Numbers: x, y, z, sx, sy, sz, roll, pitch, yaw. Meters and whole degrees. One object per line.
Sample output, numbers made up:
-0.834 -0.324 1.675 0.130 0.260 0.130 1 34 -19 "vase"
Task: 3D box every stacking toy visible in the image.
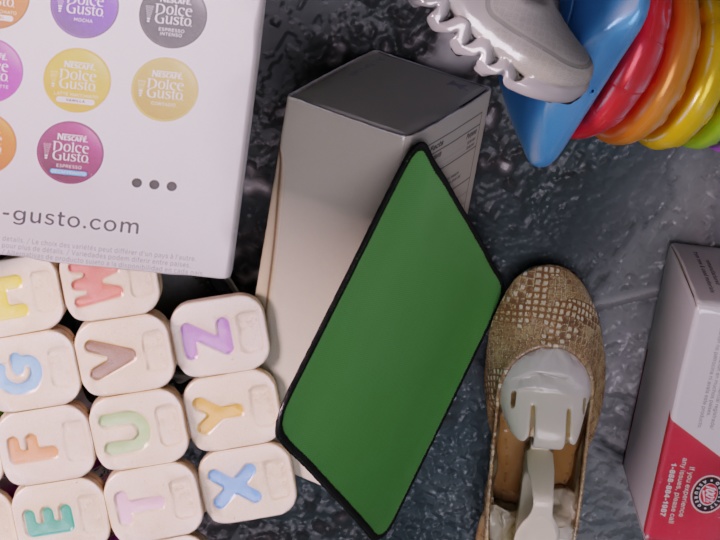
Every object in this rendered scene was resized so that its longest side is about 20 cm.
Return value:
0.177 -0.100 1.294 0.199 0.110 0.116 16 125 -23 "stacking toy"

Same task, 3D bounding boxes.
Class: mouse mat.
0.019 0.040 1.282 0.007 0.200 0.162 21 75 24 "mouse mat"

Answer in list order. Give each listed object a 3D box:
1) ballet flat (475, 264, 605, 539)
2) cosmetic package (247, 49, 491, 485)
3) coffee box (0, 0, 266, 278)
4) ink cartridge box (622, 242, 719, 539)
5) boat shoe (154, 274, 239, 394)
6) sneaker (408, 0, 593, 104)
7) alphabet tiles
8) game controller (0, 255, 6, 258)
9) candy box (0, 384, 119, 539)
0.101 0.097 1.390 0.070 0.065 0.201 -1 115 -4 "ballet flat"
0.000 0.000 1.308 0.073 0.103 0.201 19 114 22 "cosmetic package"
-0.148 -0.135 1.191 0.198 0.200 0.199 6 114 -7 "coffee box"
0.257 0.076 1.380 0.198 0.083 0.147 6 114 -7 "ink cartridge box"
-0.097 0.024 1.344 0.075 0.060 0.201 -28 113 9 "boat shoe"
0.048 -0.165 1.184 0.081 0.075 0.200 -39 93 19 "sneaker"
-0.136 0.083 1.292 0.194 0.015 0.201 -8 106 3 "alphabet tiles"
-0.260 -0.020 1.289 0.199 0.105 0.042 -17 124 4 "game controller"
-0.207 0.088 1.348 0.136 0.061 0.201 -32 115 -10 "candy box"
